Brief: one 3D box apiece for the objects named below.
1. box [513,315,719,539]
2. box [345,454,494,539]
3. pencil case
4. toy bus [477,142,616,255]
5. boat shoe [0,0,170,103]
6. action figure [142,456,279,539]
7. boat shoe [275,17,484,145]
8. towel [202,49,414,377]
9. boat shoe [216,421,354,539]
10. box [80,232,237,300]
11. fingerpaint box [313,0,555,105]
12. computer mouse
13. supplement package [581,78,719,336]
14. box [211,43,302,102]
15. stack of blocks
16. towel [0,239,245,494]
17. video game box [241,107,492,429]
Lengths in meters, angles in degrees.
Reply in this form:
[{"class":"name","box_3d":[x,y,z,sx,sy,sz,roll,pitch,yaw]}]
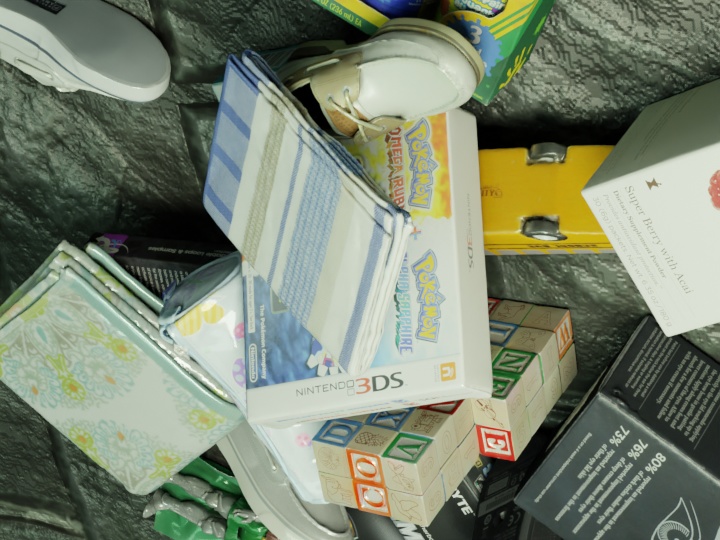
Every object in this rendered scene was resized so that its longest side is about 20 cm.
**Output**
[{"class":"box","box_3d":[0.239,0.158,1.490,0.200,0.104,0.148,37,135,4]},{"class":"box","box_3d":[0.052,0.222,1.705,0.198,0.050,0.200,-21,109,43]},{"class":"pencil case","box_3d":[-0.064,0.080,1.523,0.083,0.091,0.200,-21,116,43]},{"class":"toy bus","box_3d":[0.110,-0.048,1.431,0.199,0.078,0.065,-1,78,34]},{"class":"boat shoe","box_3d":[-0.229,-0.174,1.583,0.200,0.074,0.066,33,141,22]},{"class":"action figure","box_3d":[-0.095,0.227,1.807,0.199,0.055,0.118,20,129,15]},{"class":"boat shoe","box_3d":[0.005,-0.118,1.372,0.075,0.068,0.200,49,153,-22]},{"class":"towel","box_3d":[-0.040,-0.039,1.379,0.200,0.024,0.147,47,139,33]},{"class":"boat shoe","box_3d":[-0.059,0.152,1.674,0.069,0.072,0.200,-58,47,28]},{"class":"box","box_3d":[-0.113,0.043,1.603,0.199,0.036,0.143,7,129,22]},{"class":"fingerpaint box","box_3d":[0.040,-0.232,1.347,0.200,0.073,0.167,32,135,9]},{"class":"computer mouse","box_3d":[0.119,0.218,1.565,0.053,0.201,0.138,32,146,-19]},{"class":"supplement package","box_3d":[0.266,-0.058,1.296,0.200,0.120,0.121,-20,109,41]},{"class":"box","box_3d":[-0.030,-0.069,1.536,0.082,0.049,0.201,-6,119,38]},{"class":"stack of blocks","box_3d":[0.065,0.098,1.493,0.115,0.200,0.059,9,127,29]},{"class":"towel","box_3d":[-0.197,0.077,1.618,0.200,0.048,0.171,43,136,-10]},{"class":"video game box","box_3d":[0.000,0.000,1.420,0.182,0.047,0.201,-11,74,30]}]
